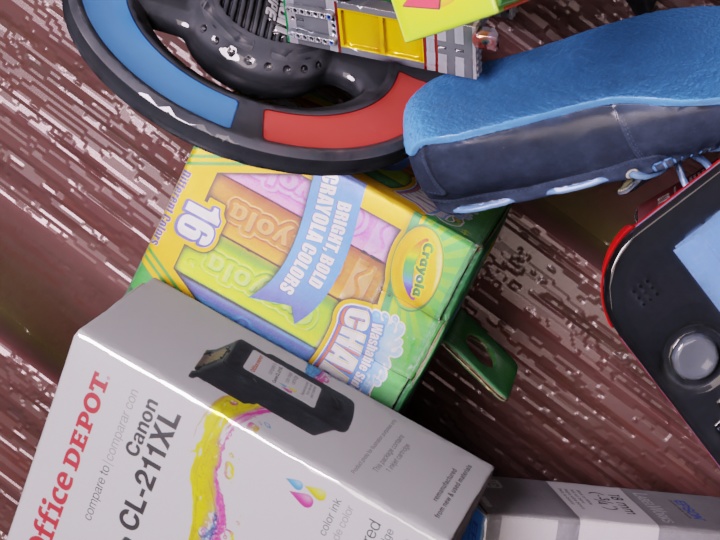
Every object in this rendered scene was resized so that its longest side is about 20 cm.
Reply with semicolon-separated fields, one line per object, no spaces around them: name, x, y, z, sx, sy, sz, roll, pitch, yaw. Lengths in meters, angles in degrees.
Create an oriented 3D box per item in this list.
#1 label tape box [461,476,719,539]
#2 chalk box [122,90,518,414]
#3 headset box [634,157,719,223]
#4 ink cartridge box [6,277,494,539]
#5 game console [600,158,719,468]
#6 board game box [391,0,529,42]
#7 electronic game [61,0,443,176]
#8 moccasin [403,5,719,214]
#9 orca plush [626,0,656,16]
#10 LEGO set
label tape box;0.137;0.190;0.780;0.198;0.063;0.146;6;99;-14
chalk box;0.000;0.000;0.796;0.199;0.125;0.125;28;107;4
headset box;0.246;-0.005;0.769;0.199;0.077;0.149;-31;94;14
ink cartridge box;-0.059;0.119;0.728;0.199;0.083;0.147;28;116;10
game console;0.223;0.007;0.655;0.200;0.031;0.177;-38;96;8
board game box;0.073;-0.170;0.643;0.047;0.200;0.102;-13;100;38
electronic game;-0.049;-0.119;0.747;0.199;0.200;0.042;29;129;4
moccasin;0.121;-0.074;0.708;0.198;0.081;0.068;-7;134;10
orca plush;0.216;-0.187;0.738;0.198;0.071;0.106;-10;100;13
LEGO set;0.042;-0.185;0.703;0.115;0.200;0.155;14;129;19
